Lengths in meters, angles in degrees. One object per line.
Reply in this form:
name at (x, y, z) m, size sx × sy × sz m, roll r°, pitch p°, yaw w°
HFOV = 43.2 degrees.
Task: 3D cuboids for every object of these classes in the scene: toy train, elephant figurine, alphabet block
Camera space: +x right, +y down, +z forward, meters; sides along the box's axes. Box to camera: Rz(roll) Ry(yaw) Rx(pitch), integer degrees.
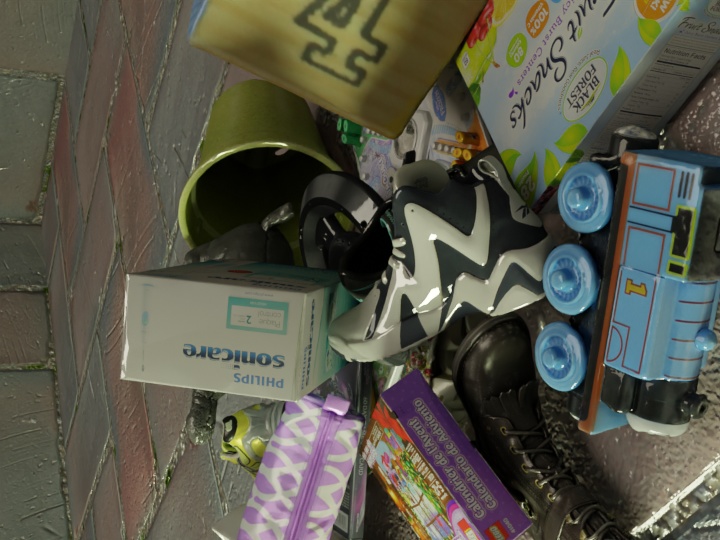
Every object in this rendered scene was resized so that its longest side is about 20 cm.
toy train at (0.179, 0.012, 0.579) m, size 0.114 × 0.086 × 0.202 m, roll 24°, pitch 113°, yaw 52°
elephant figurine at (-0.127, 0.057, 0.970) m, size 0.201 × 0.140 × 0.156 m, roll -89°, pitch -13°, yaw -47°
alphabet block at (-0.014, -0.267, 0.770) m, size 0.197 × 0.198 × 0.196 m, roll -54°, pitch 25°, yaw 34°

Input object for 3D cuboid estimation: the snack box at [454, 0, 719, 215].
snack box at (0.160, -0.166, 0.640) m, size 0.201 × 0.067 × 0.170 m, roll 120°, pitch 141°, yaw -46°

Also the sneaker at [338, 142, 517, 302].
sneaker at (0.065, -0.040, 0.736) m, size 0.200 × 0.079 × 0.076 m, roll -43°, pitch 55°, yaw 11°

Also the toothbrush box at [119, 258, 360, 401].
toothbrush box at (-0.090, 0.042, 0.762) m, size 0.200 × 0.145 × 0.086 m, roll -20°, pitch -65°, yaw -76°

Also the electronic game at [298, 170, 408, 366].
electronic game at (0.000, 0.000, 0.887) m, size 0.200 × 0.041 × 0.202 m, roll 40°, pitch 143°, yaw 40°

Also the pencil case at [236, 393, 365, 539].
pencil case at (-0.058, 0.206, 0.804) m, size 0.086 × 0.083 × 0.202 m, roll 116°, pitch 170°, yaw -82°

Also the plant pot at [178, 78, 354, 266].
plant pot at (-0.113, -0.124, 1.077) m, size 0.185 × 0.198 × 0.201 m, roll -100°, pitch 27°, yaw -46°

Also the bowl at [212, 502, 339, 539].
bowl at (-0.048, 0.320, 0.951) m, size 0.200 × 0.075 × 0.199 m, roll 51°, pitch 159°, yaw -15°

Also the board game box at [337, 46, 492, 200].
board game box at (0.044, -0.129, 0.896) m, size 0.200 × 0.026 × 0.202 m, roll -49°, pitch 45°, yaw 47°

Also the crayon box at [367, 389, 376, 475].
crayon box at (-0.036, 0.131, 0.996) m, size 0.126 × 0.051 × 0.202 m, roll -51°, pitch 46°, yaw 50°

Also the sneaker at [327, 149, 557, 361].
sneaker at (0.040, -0.018, 0.673) m, size 0.198 × 0.079 × 0.131 m, roll -22°, pitch 97°, yaw 37°

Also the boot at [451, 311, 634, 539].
boot at (0.140, 0.146, 0.653) m, size 0.174 × 0.069 × 0.202 m, roll -131°, pitch 26°, yaw -52°

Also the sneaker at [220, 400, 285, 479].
sneaker at (-0.114, 0.184, 0.987) m, size 0.200 × 0.076 × 0.076 m, roll 106°, pitch 163°, yaw -61°

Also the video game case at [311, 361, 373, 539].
video game case at (-0.031, 0.148, 0.910) m, size 0.142 × 0.019 × 0.202 m, roll 8°, pitch 95°, yaw 62°

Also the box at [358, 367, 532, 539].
box at (0.058, 0.170, 0.730) m, size 0.137 × 0.039 × 0.200 m, roll 52°, pitch 163°, yaw 16°

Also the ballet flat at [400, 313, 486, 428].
ballet flat at (0.078, 0.071, 0.792) m, size 0.064 × 0.075 × 0.202 m, roll 14°, pitch 104°, yaw 55°

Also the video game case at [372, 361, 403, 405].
video game case at (0.012, 0.071, 0.979) m, size 0.144 × 0.018 × 0.202 m, roll 57°, pitch 137°, yaw 49°
